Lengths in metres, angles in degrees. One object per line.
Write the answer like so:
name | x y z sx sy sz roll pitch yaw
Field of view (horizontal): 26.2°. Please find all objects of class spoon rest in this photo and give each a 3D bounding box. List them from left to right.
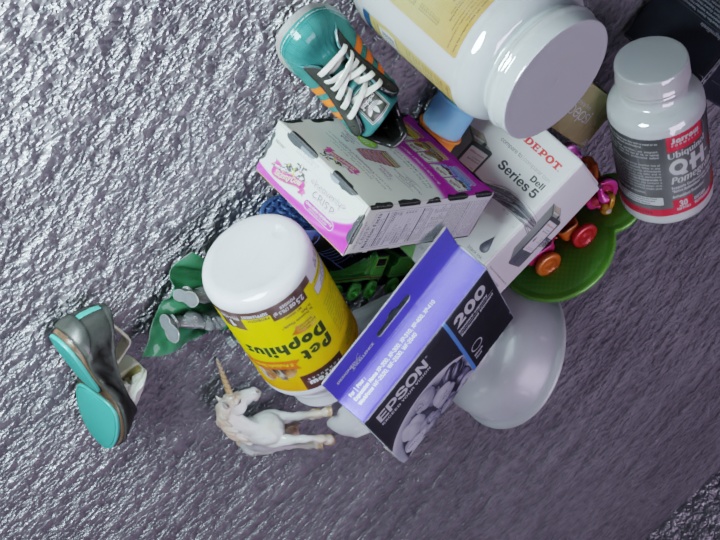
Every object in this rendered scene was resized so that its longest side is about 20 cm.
spoon rest | 0.023 0.144 1.738 0.099 0.061 0.200 -20 174 -24

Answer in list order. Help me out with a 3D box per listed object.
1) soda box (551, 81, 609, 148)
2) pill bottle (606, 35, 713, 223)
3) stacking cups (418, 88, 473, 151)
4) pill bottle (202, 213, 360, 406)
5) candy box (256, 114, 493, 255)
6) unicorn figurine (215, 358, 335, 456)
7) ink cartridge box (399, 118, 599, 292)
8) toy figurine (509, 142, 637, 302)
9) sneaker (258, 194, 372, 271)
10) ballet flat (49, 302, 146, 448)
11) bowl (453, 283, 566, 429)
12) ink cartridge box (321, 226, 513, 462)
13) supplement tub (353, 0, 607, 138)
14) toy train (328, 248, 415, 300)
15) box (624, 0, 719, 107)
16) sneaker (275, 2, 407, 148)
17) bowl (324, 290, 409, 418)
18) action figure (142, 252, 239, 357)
soda box | 0.210 -0.199 1.695 0.068 0.064 0.200 -51 152 11
pill bottle | 0.333 -0.158 1.728 0.110 0.111 0.201 -36 137 -17
stacking cups | 0.094 -0.159 1.586 0.060 0.061 0.201 -7 134 -51
pill bottle | -0.067 0.045 1.485 0.109 0.109 0.201 -40 139 -9
candy box | 0.016 -0.086 1.495 0.199 0.136 0.061 -8 135 -49
unicorn figurine | -0.101 0.173 1.735 0.136 0.074 0.200 -1 151 -12
ink cartridge box | 0.134 -0.074 1.669 0.200 0.145 0.084 -47 152 2
toy figurine | 0.225 -0.085 1.799 0.199 0.151 0.184 -36 144 2
sneaker | -0.037 -0.034 1.566 0.199 0.070 0.078 -10 132 -49
ballet flat | -0.239 0.099 1.473 0.068 0.068 0.201 -43 155 -23
bowl | 0.152 0.089 1.906 0.090 0.202 0.202 15 119 -36
ink cartridge box | 0.064 0.079 1.549 0.199 0.043 0.200 -52 151 -7
supplement tub | 0.104 -0.224 1.356 0.144 0.200 0.145 -34 152 -21
toy train | 0.000 0.000 1.702 0.199 0.042 0.057 -6 124 -52
box | 0.443 -0.301 1.815 0.197 0.124 0.199 -54 153 14
sneaker | -0.007 -0.172 1.401 0.071 0.080 0.200 -46 153 3
bowl | 0.036 0.081 1.773 0.198 0.075 0.200 -26 164 -14
action figure | -0.126 0.037 1.562 0.199 0.055 0.119 -4 129 -58
